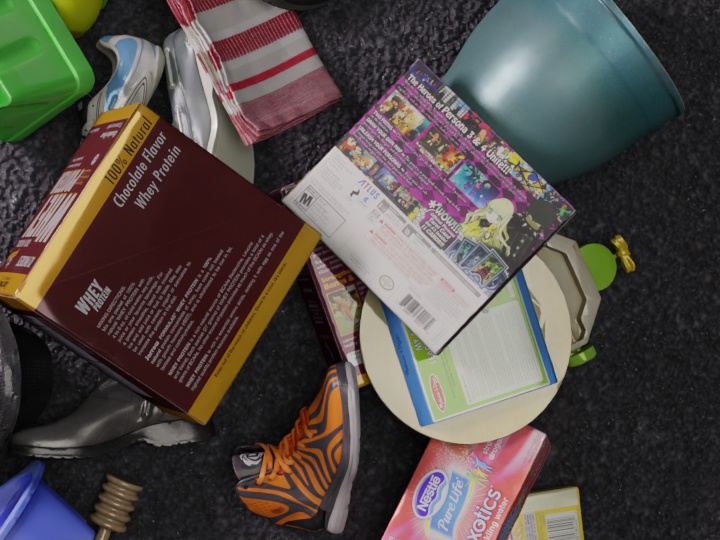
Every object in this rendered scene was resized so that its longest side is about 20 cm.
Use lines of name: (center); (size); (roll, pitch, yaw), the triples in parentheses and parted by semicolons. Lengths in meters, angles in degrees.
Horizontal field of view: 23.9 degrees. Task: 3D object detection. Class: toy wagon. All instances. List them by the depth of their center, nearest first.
toy wagon: (0.177, 0.025, 1.677); (0.199, 0.040, 0.156); (-26, 94, -13)

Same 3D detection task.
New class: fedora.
fedora: (-0.338, 0.098, 1.503); (0.091, 0.200, 0.202); (3, 87, -48)

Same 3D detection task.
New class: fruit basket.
fruit basket: (-0.317, -0.234, 1.543); (0.215, 0.155, 0.217); (30, 46, -37)

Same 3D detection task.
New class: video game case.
video game case: (0.061, -0.057, 1.527); (0.200, 0.036, 0.181); (44, 91, 8)

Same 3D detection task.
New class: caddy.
caddy: (-0.326, 0.263, 1.505); (0.105, 0.141, 0.200); (37, 80, -12)

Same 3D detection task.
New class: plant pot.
plant pot: (0.171, -0.167, 1.612); (0.188, 0.200, 0.200); (-40, 97, 3)

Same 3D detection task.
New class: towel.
towel: (-0.105, -0.227, 1.593); (0.144, 0.023, 0.201); (-33, 97, -48)

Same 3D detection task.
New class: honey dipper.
honey dipper: (-0.256, 0.287, 1.576); (0.038, 0.038, 0.201); (23, 88, -11)

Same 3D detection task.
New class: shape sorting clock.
shape sorting clock: (0.097, 0.059, 1.569); (0.199, 0.039, 0.201); (1, 83, -11)

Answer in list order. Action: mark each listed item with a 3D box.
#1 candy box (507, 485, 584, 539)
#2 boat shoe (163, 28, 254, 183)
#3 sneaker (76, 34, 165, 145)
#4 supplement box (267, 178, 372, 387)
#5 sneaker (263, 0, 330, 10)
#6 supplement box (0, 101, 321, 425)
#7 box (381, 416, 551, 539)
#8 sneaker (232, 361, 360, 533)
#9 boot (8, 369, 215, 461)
candy box: (0.175, 0.318, 1.673); (0.102, 0.026, 0.201); (-6, 89, -9)
boat shoe: (-0.148, -0.134, 1.609); (0.062, 0.073, 0.201); (-2, 97, 30)
sneaker: (-0.236, -0.120, 1.573); (0.072, 0.072, 0.201); (14, 83, -10)
supplement box: (0.000, 0.000, 1.613); (0.110, 0.086, 0.201); (-21, 93, -13)
sneaker: (-0.086, -0.305, 1.576); (0.199, 0.082, 0.074); (20, 54, -39)
supplement box: (-0.182, -0.006, 1.484); (0.200, 0.133, 0.198); (35, 78, -19)
box: (0.092, 0.227, 1.608); (0.102, 0.095, 0.201); (26, 83, 14)
sneaker: (-0.060, 0.167, 1.562); (0.111, 0.078, 0.201); (5, 125, -6)
boot: (-0.235, 0.104, 1.575); (0.199, 0.070, 0.132); (-7, 87, -24)
